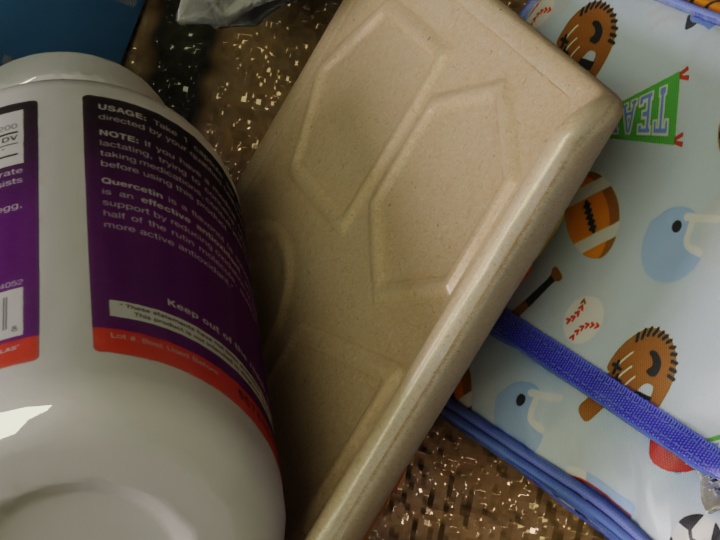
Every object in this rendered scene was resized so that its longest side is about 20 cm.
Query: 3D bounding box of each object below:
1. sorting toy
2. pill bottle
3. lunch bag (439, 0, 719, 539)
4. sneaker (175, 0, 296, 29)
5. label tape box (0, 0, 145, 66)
[{"bbox_3d":[0.000,0.000,0.702,0.185,0.036,0.200,-59,25,12],"label":"sorting toy"},{"bbox_3d":[-0.085,0.020,0.674,0.112,0.112,0.200,-35,33,17],"label":"pill bottle"},{"bbox_3d":[0.097,0.008,0.664,0.200,0.075,0.161,35,98,49],"label":"lunch bag"},{"bbox_3d":[-0.025,-0.184,0.732,0.104,0.060,0.201,-11,93,12],"label":"sneaker"},{"bbox_3d":[-0.156,-0.077,0.773,0.199,0.144,0.064,-4,83,22],"label":"label tape box"}]
